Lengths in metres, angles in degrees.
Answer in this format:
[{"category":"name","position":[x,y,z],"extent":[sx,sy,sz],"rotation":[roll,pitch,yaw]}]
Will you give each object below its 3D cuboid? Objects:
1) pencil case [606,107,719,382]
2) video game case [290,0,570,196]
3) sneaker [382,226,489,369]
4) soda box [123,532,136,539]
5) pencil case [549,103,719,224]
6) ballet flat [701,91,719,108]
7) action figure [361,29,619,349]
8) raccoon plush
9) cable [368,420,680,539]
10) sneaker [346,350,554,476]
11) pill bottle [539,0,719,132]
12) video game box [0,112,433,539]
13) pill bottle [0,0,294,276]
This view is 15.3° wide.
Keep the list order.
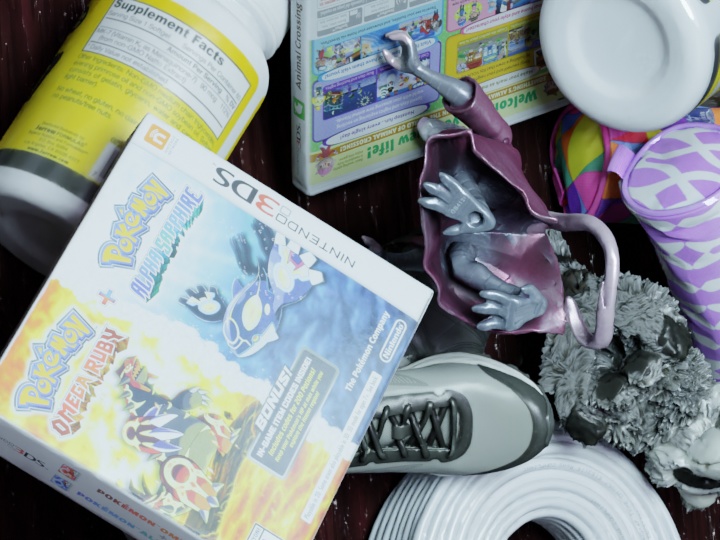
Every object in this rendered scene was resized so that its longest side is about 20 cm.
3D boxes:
[{"category":"pencil case","position":[0.214,0.002,1.625],"extent":[0.084,0.085,0.201],"rotation":[-63,141,-39]},{"category":"video game case","position":[0.046,-0.152,1.558],"extent":[0.199,0.022,0.183],"rotation":[-21,129,-29]},{"category":"sneaker","position":[0.000,0.000,1.576],"extent":[0.200,0.071,0.100],"rotation":[38,62,-21]},{"category":"soda box","position":[-0.081,0.162,1.495],"extent":[0.063,0.068,0.201],"rotation":[-29,98,5]},{"category":"pencil case","position":[0.215,-0.060,1.686],"extent":[0.199,0.088,0.089],"rotation":[5,81,-26]},{"category":"ballet flat","position":[0.236,-0.124,1.721],"extent":[0.199,0.067,0.047],"rotation":[1,63,-29]},{"category":"action figure","position":[0.072,-0.051,1.506],"extent":[0.148,0.200,0.135],"rotation":[9,109,-2]},{"category":"raccoon plush","position":[0.175,0.050,1.618],"extent":[0.134,0.097,0.201],"rotation":[37,28,-41]},{"category":"cable","position":[0.101,0.190,1.597],"extent":[0.200,0.069,0.201],"rotation":[-35,100,-27]},{"category":"sneaker","position":[0.010,0.088,1.513],"extent":[0.199,0.079,0.074],"rotation":[3,108,4]},{"category":"pill bottle","position":[0.198,-0.166,1.606],"extent":[0.200,0.112,0.112],"rotation":[-35,100,-50]},{"category":"video game box","position":[-0.080,0.044,1.367],"extent":[0.182,0.047,0.201],"rotation":[30,57,-5]},{"category":"pill bottle","position":[-0.121,-0.092,1.494],"extent":[0.114,0.114,0.201],"rotation":[38,67,-18]}]
